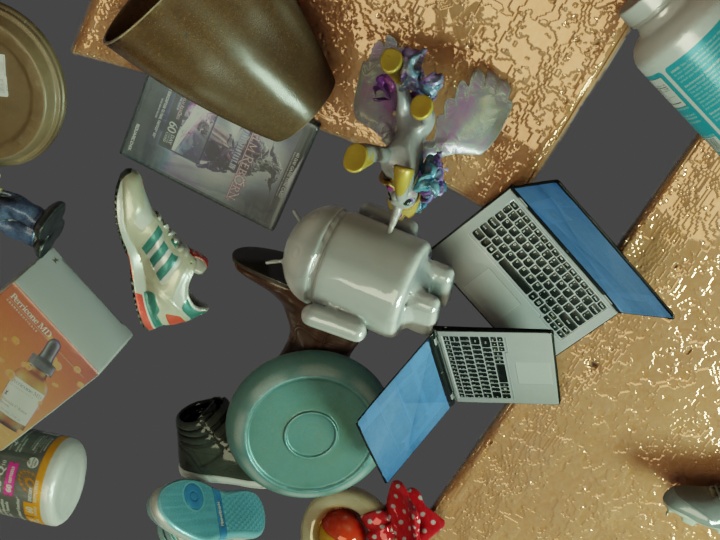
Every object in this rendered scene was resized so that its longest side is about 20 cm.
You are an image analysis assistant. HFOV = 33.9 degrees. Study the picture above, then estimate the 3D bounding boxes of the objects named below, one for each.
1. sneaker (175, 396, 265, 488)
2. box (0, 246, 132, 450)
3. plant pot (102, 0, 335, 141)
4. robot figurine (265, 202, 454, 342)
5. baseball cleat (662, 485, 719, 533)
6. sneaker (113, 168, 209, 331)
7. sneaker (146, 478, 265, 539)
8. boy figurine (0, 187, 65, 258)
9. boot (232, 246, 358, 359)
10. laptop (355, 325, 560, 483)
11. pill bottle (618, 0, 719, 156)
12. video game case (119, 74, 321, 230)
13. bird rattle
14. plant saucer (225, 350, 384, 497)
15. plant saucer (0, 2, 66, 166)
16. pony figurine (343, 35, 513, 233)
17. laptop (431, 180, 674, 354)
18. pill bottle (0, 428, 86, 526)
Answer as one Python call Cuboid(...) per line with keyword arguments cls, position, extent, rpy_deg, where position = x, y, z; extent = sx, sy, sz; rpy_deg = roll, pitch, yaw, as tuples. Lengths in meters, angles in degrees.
Cuboid(cls="sneaker", position=(-0.145, 0.208, 1.460), extent=(0.199, 0.071, 0.100), rpy_deg=(-2, 118, 19))
Cuboid(cls="box", position=(-0.413, 0.098, 1.456), extent=(0.200, 0.106, 0.152), rpy_deg=(-36, 101, 25))
Cuboid(cls="plant pot", position=(-0.126, -0.233, 1.212), extent=(0.187, 0.187, 0.200), rpy_deg=(-36, 116, 25))
Cuboid(cls="robot figurine", position=(0.000, 0.000, 1.284), extent=(0.199, 0.170, 0.113), rpy_deg=(23, 147, 11))
Cuboid(cls="baseball cleat", position=(0.450, 0.253, 1.346), extent=(0.199, 0.070, 0.107), rpy_deg=(12, 110, -2))
Cuboid(cls="sneaker", position=(-0.229, -0.028, 1.386), extent=(0.093, 0.070, 0.201), rpy_deg=(-9, 111, -2))
Cuboid(cls="sneaker", position=(-0.225, 0.316, 1.479), extent=(0.130, 0.200, 0.080), rpy_deg=(-20, 63, 27))
Cuboid(cls="boy figurine", position=(-0.453, -0.085, 1.407), extent=(0.199, 0.065, 0.125), rpy_deg=(26, 145, 5))
Cuboid(cls="boot", position=(-0.094, 0.086, 1.401), extent=(0.186, 0.064, 0.201), rpy_deg=(25, 121, 0))
Cuboid(cls="laptop", position=(0.115, 0.153, 1.300), extent=(0.199, 0.116, 0.187), rpy_deg=(1, 151, 13))
Cuboid(cls="pill bottle", position=(0.340, -0.199, 1.135), extent=(0.200, 0.111, 0.111), rpy_deg=(45, 116, -9))
Cuboid(cls="video game case", position=(-0.160, -0.149, 1.333), extent=(0.199, 0.019, 0.143), rpy_deg=(27, 117, 1))
Cuboid(cls="bird rattle", position=(-0.002, 0.338, 1.474), extent=(0.163, 0.113, 0.201), rpy_deg=(28, 116, 18))
Cuboid(cls="plant saucer", position=(-0.059, 0.189, 1.393), extent=(0.199, 0.027, 0.201), rpy_deg=(-2, 114, -5))
Cuboid(cls="plant saucer", position=(-0.437, -0.213, 1.366), extent=(0.199, 0.029, 0.201), rpy_deg=(5, 114, 11))
Cuboid(cls="pony figurine", position=(0.051, -0.145, 1.183), extent=(0.166, 0.200, 0.194), rpy_deg=(18, 82, 13))
Cuboid(cls="laptop", position=(0.195, 0.012, 1.256), extent=(0.200, 0.116, 0.187), rpy_deg=(-38, 100, 25))
Cuboid(cls="pill bottle", position=(-0.468, 0.256, 1.537), extent=(0.199, 0.116, 0.117), rpy_deg=(10, 116, 9))
